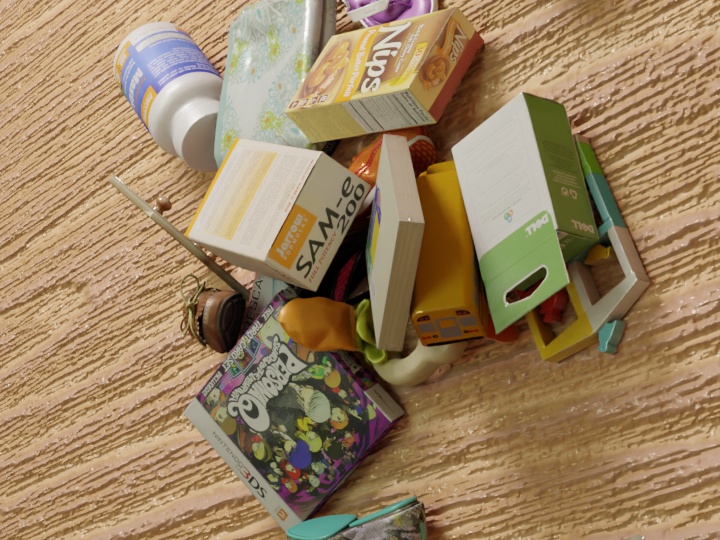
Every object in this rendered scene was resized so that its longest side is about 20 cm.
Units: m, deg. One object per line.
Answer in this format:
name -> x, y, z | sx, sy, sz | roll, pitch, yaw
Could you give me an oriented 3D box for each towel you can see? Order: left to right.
towel -> -0.096, -0.216, 1.902 | 0.170, 0.048, 0.202 | -12, 70, 52

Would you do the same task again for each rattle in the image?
rattle -> 0.040, 0.040, 1.648 | 0.199, 0.142, 0.131 | 5, 66, 57

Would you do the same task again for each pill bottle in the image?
pill bottle -> -0.216, -0.206, 2.043 | 0.113, 0.111, 0.200 | -60, 41, 21

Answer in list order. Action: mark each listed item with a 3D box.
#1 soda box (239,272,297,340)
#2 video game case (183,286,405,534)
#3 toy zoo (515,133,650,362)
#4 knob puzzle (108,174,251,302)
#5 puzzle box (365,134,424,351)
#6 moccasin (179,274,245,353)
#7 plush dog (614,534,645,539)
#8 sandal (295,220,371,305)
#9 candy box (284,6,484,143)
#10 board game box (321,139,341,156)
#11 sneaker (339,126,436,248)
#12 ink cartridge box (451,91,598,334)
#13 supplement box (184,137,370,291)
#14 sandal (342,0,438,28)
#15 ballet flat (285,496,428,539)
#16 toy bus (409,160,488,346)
soda box -> -0.081, 0.042, 1.850 | 0.068, 0.063, 0.202 | 17, 94, 51
video game case -> -0.073, 0.149, 1.770 | 0.181, 0.036, 0.200 | 47, 121, 12
toy zoo -> 0.194, -0.008, 1.556 | 0.131, 0.020, 0.201 | -44, 49, 36
knob puzzle -> -0.206, -0.051, 1.918 | 0.031, 0.220, 0.219 | -49, 41, -3
puzzle box -> 0.031, -0.031, 1.603 | 0.201, 0.025, 0.134 | -96, 13, -62
moccasin -> -0.168, 0.047, 1.874 | 0.201, 0.077, 0.074 | -138, 63, -84
plush dog -> 0.161, 0.320, 1.389 | 0.200, 0.171, 0.162 | -39, 53, 37
sandal -> 0.000, 0.000, 1.757 | 0.200, 0.075, 0.045 | -44, 61, 32
candy box -> 0.023, -0.200, 1.752 | 0.199, 0.055, 0.116 | -5, 48, 49
board game box -> -0.083, -0.145, 1.929 | 0.201, 0.028, 0.136 | -58, 42, 24
sneaker -> 0.008, -0.080, 1.778 | 0.200, 0.073, 0.077 | -47, 38, 21
ink cartridge box -> 0.155, -0.049, 1.550 | 0.104, 0.059, 0.202 | -37, 53, 40
supplement box -> -0.089, -0.061, 1.765 | 0.199, 0.073, 0.127 | 17, 77, 59
sandal -> 0.011, -0.299, 1.836 | 0.202, 0.049, 0.083 | 40, 112, 48
ballet flat -> -0.003, 0.276, 1.695 | 0.200, 0.072, 0.073 | -21, 65, 48
toy bus -> 0.083, -0.024, 1.610 | 0.064, 0.079, 0.202 | -10, 53, 14
